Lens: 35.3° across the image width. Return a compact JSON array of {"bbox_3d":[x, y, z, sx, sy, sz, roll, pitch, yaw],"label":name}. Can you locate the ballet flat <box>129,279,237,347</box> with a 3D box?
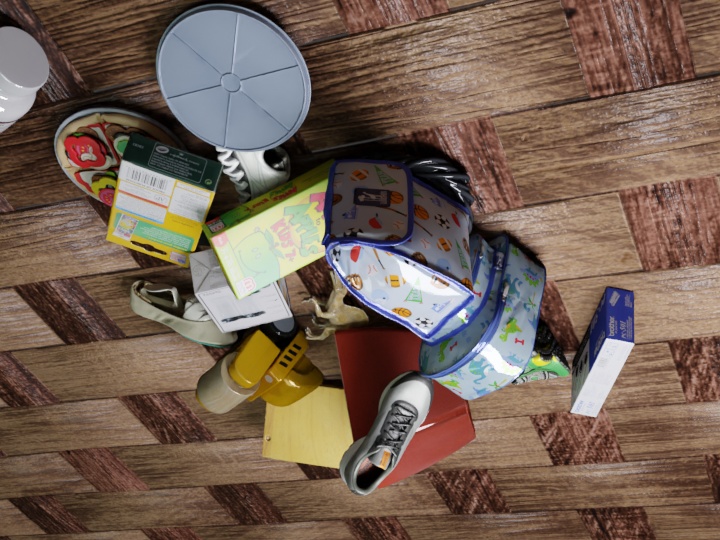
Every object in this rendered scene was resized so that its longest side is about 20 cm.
[{"bbox_3d":[-0.278,0.061,1.755,0.198,0.070,0.070,17,146,23],"label":"ballet flat"}]

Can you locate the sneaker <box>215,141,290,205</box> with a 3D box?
[{"bbox_3d":[-0.127,-0.119,1.520,0.080,0.076,0.201,-10,138,12],"label":"sneaker"}]

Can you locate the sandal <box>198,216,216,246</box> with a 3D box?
[{"bbox_3d":[-0.185,-0.042,1.643,0.198,0.045,0.075,4,141,9],"label":"sandal"}]

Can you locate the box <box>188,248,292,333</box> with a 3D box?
[{"bbox_3d":[-0.171,0.025,1.636,0.115,0.061,0.200,-14,160,1],"label":"box"}]

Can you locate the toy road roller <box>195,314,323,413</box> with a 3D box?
[{"bbox_3d":[-0.148,0.164,1.771,0.146,0.200,0.123,46,133,-8],"label":"toy road roller"}]

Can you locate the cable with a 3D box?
[{"bbox_3d":[0.076,-0.084,1.534,0.161,0.051,0.201,-4,135,11],"label":"cable"}]

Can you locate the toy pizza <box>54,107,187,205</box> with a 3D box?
[{"bbox_3d":[-0.326,-0.143,1.554,0.198,0.032,0.201,7,141,6],"label":"toy pizza"}]

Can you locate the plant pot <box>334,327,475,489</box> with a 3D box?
[{"bbox_3d":[0.077,0.199,1.752,0.174,0.202,0.200,-13,152,5],"label":"plant pot"}]

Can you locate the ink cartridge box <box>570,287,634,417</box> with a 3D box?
[{"bbox_3d":[0.357,0.124,1.678,0.044,0.095,0.201,10,141,0],"label":"ink cartridge box"}]

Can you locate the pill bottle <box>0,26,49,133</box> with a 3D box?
[{"bbox_3d":[-0.486,-0.226,1.437,0.199,0.114,0.113,-26,129,36],"label":"pill bottle"}]

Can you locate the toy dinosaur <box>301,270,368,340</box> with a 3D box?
[{"bbox_3d":[-0.032,0.082,1.752,0.100,0.059,0.201,-6,139,19],"label":"toy dinosaur"}]

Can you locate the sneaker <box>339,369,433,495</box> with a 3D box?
[{"bbox_3d":[0.044,0.233,1.588,0.074,0.079,0.201,30,98,-14],"label":"sneaker"}]

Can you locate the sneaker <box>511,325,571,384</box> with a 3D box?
[{"bbox_3d":[0.249,0.129,1.677,0.085,0.079,0.199,-34,154,20],"label":"sneaker"}]

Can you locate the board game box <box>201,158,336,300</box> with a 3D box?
[{"bbox_3d":[-0.099,-0.055,1.499,0.199,0.048,0.102,-28,121,-10],"label":"board game box"}]

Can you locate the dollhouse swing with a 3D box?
[{"bbox_3d":[-0.059,0.272,2.012,0.198,0.176,0.184,7,100,6],"label":"dollhouse swing"}]

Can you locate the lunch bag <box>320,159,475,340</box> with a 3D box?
[{"bbox_3d":[0.042,-0.041,1.422,0.199,0.171,0.124,29,127,-21],"label":"lunch bag"}]

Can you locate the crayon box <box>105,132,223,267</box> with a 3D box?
[{"bbox_3d":[-0.266,-0.091,1.515,0.125,0.052,0.200,19,146,-9],"label":"crayon box"}]

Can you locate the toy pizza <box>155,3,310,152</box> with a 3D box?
[{"bbox_3d":[-0.155,-0.237,1.390,0.198,0.032,0.202,7,128,9],"label":"toy pizza"}]

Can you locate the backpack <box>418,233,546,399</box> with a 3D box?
[{"bbox_3d":[0.153,0.065,1.569,0.146,0.201,0.183,31,139,-24],"label":"backpack"}]
